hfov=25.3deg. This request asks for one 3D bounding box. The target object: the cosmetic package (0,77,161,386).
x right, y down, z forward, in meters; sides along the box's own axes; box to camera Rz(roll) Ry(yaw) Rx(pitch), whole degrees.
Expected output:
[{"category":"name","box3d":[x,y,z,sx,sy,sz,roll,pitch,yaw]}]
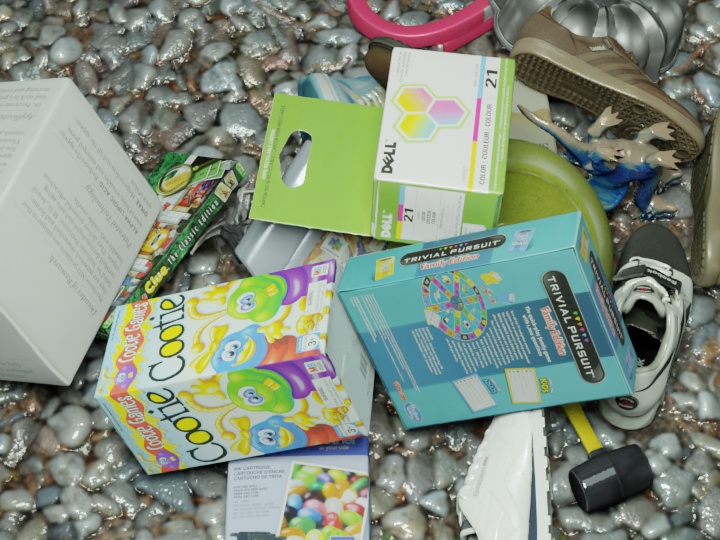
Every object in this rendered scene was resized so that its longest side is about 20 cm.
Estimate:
[{"category":"cosmetic package","box3d":[-0.305,-0.033,1.363,0.163,0.166,0.201,2,53,32]}]

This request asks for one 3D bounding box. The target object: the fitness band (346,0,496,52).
[{"category":"fitness band","box3d":[0.080,-0.291,1.634,0.199,0.038,0.144,-32,58,-19]}]

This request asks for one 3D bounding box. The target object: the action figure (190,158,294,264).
[{"category":"action figure","box3d":[-0.049,-0.047,1.426,0.197,0.119,0.104,4,94,-2]}]

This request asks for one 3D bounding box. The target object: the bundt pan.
[{"category":"bundt pan","box3d":[0.229,-0.269,1.565,0.199,0.076,0.204,4,63,-7]}]

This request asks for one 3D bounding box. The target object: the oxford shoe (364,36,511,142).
[{"category":"oxford shoe","box3d":[0.061,-0.118,1.388,0.084,0.073,0.200,-37,78,-13]}]

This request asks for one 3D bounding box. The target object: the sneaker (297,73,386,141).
[{"category":"sneaker","box3d":[0.012,-0.145,1.464,0.129,0.081,0.200,-3,15,-7]}]

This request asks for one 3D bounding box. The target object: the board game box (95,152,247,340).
[{"category":"board game box","box3d":[-0.194,-0.025,1.436,0.104,0.024,0.201,7,53,45]}]

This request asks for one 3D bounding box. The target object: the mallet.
[{"category":"mallet","box3d":[0.186,0.110,1.361,0.065,0.041,0.202,-13,53,-6]}]

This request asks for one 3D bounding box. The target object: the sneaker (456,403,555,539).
[{"category":"sneaker","box3d":[0.116,0.171,1.302,0.079,0.077,0.202,-5,53,11]}]

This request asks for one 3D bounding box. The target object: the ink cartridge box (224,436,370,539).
[{"category":"ink cartridge box","box3d":[-0.050,0.197,1.306,0.118,0.042,0.202,-2,54,2]}]

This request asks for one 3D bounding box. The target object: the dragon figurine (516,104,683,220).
[{"category":"dragon figurine","box3d":[0.217,-0.091,1.431,0.198,0.100,0.059,6,57,-22]}]

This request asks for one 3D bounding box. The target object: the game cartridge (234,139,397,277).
[{"category":"game cartridge","box3d":[0.000,0.000,1.364,0.199,0.042,0.134,34,87,-10]}]

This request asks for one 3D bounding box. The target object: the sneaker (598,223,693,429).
[{"category":"sneaker","box3d":[0.250,0.029,1.382,0.073,0.089,0.202,8,55,9]}]

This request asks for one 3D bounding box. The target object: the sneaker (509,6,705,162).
[{"category":"sneaker","box3d":[0.235,-0.176,1.470,0.198,0.071,0.076,29,61,-4]}]

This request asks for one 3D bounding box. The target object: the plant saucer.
[{"category":"plant saucer","box3d":[0.122,-0.011,1.346,0.197,0.031,0.203,0,91,-10]}]

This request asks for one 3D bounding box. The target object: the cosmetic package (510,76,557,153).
[{"category":"cosmetic package","box3d":[0.129,-0.088,1.472,0.104,0.071,0.202,-5,56,-3]}]

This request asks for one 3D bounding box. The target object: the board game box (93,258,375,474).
[{"category":"board game box","box3d":[-0.098,0.079,1.301,0.198,0.104,0.106,-12,43,17]}]

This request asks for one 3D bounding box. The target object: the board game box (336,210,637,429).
[{"category":"board game box","box3d":[0.102,0.043,1.272,0.198,0.152,0.047,-11,34,23]}]

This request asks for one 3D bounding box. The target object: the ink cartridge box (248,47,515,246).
[{"category":"ink cartridge box","box3d":[0.018,-0.103,1.289,0.197,0.076,0.149,7,53,2]}]

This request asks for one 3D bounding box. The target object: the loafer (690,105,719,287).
[{"category":"loafer","box3d":[0.338,-0.064,1.452,0.067,0.076,0.202,13,58,0]}]
